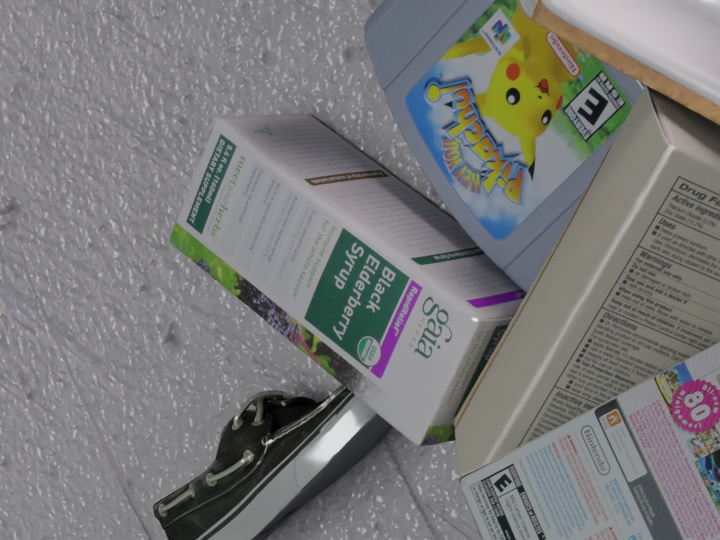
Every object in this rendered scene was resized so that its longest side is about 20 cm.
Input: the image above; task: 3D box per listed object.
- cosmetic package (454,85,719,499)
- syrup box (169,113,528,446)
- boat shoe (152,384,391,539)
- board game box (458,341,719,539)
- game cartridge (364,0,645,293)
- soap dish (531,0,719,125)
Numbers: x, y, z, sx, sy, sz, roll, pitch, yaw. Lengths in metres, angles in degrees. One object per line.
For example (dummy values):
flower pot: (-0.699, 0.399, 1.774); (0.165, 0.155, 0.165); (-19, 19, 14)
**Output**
cosmetic package: (0.132, 0.029, 0.888); (0.103, 0.073, 0.201); (23, 114, -13)
syrup box: (0.000, 0.000, 1.012); (0.200, 0.081, 0.079); (38, 118, 30)
boat shoe: (-0.051, 0.104, 1.066); (0.200, 0.071, 0.064); (-43, 79, 35)
board game box: (0.162, 0.111, 0.808); (0.199, 0.064, 0.148); (-29, 66, 13)
game cartridge: (0.085, -0.083, 0.965); (0.133, 0.040, 0.201); (-47, 67, 36)
soap dish: (0.190, -0.138, 0.839); (0.200, 0.081, 0.158); (34, 108, 30)
